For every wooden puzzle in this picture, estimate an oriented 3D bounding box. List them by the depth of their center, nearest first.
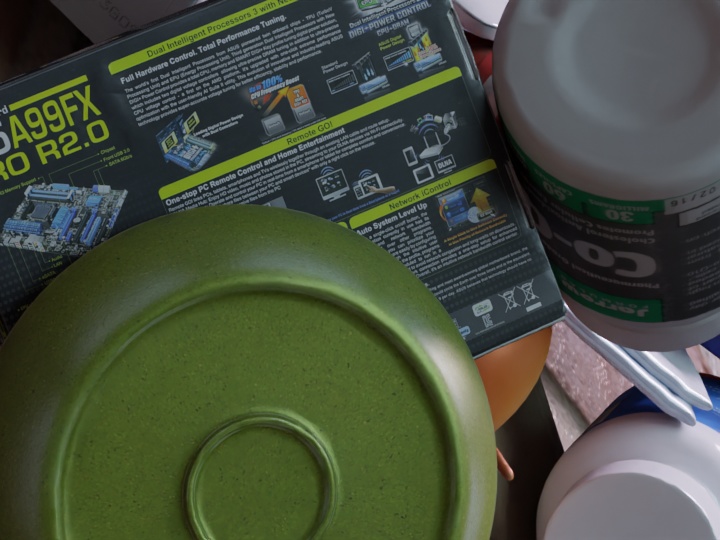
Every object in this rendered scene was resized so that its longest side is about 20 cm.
[{"bbox_3d":[0.062,0.098,1.204,0.200,0.037,0.185,-76,152,-55],"label":"wooden puzzle"}]

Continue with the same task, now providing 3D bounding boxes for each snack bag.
[{"bbox_3d":[0.083,-0.021,1.221,0.200,0.021,0.189,40,13,-12],"label":"snack bag"}]

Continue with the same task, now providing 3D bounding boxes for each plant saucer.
[{"bbox_3d":[-0.039,0.077,0.887,0.200,0.200,0.031,67,-17,-11],"label":"plant saucer"}]

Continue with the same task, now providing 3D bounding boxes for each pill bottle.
[{"bbox_3d":[0.116,-0.044,1.007,0.200,0.113,0.113,68,15,-66],"label":"pill bottle"},{"bbox_3d":[0.147,0.118,1.213,0.200,0.112,0.112,-29,100,-74],"label":"pill bottle"}]

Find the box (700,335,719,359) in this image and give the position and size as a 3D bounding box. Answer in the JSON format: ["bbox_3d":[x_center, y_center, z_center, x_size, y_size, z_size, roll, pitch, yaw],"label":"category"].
[{"bbox_3d":[0.153,-0.009,1.279,0.121,0.032,0.200,32,16,-49],"label":"box"}]

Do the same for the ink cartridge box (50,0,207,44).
[{"bbox_3d":[-0.074,-0.145,1.040,0.109,0.050,0.200,44,25,7],"label":"ink cartridge box"}]

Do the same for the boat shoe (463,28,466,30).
[{"bbox_3d":[0.038,-0.150,1.252,0.200,0.072,0.071,-23,97,-81],"label":"boat shoe"}]

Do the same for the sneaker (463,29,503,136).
[{"bbox_3d":[0.042,-0.090,1.130,0.115,0.078,0.200,35,1,11],"label":"sneaker"}]

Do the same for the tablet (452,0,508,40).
[{"bbox_3d":[0.027,-0.157,1.124,0.200,0.014,0.130,47,22,29],"label":"tablet"}]

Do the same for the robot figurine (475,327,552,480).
[{"bbox_3d":[0.000,0.001,1.042,0.200,0.144,0.117,47,66,-14],"label":"robot figurine"}]

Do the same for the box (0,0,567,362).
[{"bbox_3d":[-0.042,-0.019,0.925,0.160,0.200,0.044,68,-13,-8],"label":"box"}]
